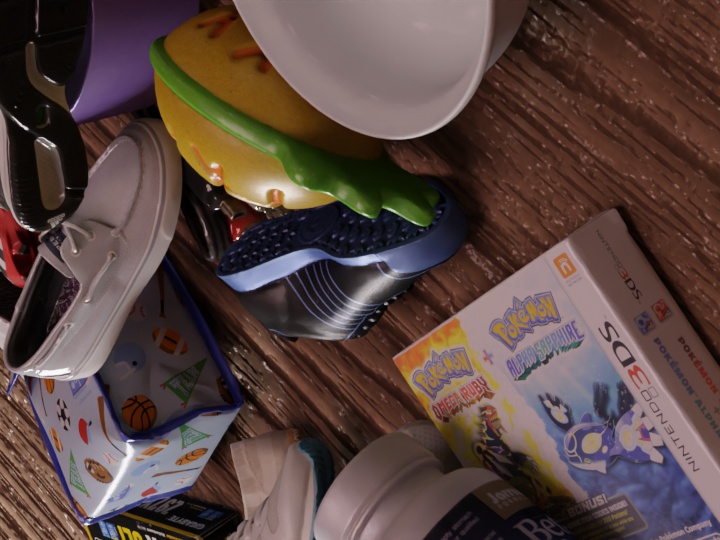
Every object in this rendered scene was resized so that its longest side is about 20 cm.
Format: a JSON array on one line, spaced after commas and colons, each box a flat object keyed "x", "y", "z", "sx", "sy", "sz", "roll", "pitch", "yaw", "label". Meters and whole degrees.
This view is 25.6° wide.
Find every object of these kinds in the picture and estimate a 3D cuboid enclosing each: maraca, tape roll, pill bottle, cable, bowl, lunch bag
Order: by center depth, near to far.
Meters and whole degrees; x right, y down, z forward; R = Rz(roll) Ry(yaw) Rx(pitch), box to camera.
[{"x": 0.019, "y": -0.173, "z": 0.777, "sx": 0.201, "sy": 0.090, "sz": 0.201, "roll": 31, "pitch": 137, "yaw": 34, "label": "bowl"}, {"x": 0.072, "y": 0.180, "z": 0.878, "sx": 0.200, "sy": 0.111, "sz": 0.111, "roll": 37, "pitch": 140, "yaw": 26, "label": "pill bottle"}, {"x": -0.039, "y": -0.082, "z": 0.885, "sx": 0.200, "sy": 0.137, "sz": 0.107, "roll": 41, "pitch": 115, "yaw": 36, "label": "maraca"}, {"x": -0.198, "y": -0.192, "z": 1.015, "sx": 0.200, "sy": 0.085, "sz": 0.200, "roll": 21, "pitch": 121, "yaw": 41, "label": "tape roll"}, {"x": -0.114, "y": -0.085, "z": 1.069, "sx": 0.200, "sy": 0.050, "sz": 0.097, "roll": 51, "pitch": 144, "yaw": 31, "label": "cable"}, {"x": -0.195, "y": 0.066, "z": 1.207, "sx": 0.200, "sy": 0.124, "sz": 0.170, "roll": 63, "pitch": 147, "yaw": 19, "label": "lunch bag"}]

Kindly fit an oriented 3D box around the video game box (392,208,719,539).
[{"x": 0.124, "y": 0.084, "z": 0.877, "sx": 0.182, "sy": 0.047, "sz": 0.200, "roll": 58, "pitch": 146, "yaw": 6, "label": "video game box"}]

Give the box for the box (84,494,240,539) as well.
[{"x": -0.154, "y": 0.270, "z": 1.367, "sx": 0.200, "sy": 0.049, "sz": 0.160, "roll": 5, "pitch": 117, "yaw": 50, "label": "box"}]

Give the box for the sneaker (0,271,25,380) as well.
[{"x": -0.294, "y": 0.048, "z": 1.354, "sx": 0.200, "sy": 0.073, "sz": 0.085, "roll": 45, "pitch": 145, "yaw": 22, "label": "sneaker"}]

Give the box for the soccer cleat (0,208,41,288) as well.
[{"x": -0.297, "y": -0.075, "z": 1.275, "sx": 0.085, "sy": 0.069, "sz": 0.200, "roll": 19, "pitch": 134, "yaw": 38, "label": "soccer cleat"}]

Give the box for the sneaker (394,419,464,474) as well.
[{"x": 0.081, "y": 0.179, "z": 1.001, "sx": 0.200, "sy": 0.077, "sz": 0.082, "roll": 60, "pitch": 173, "yaw": 0, "label": "sneaker"}]

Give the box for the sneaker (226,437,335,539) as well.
[{"x": -0.069, "y": 0.206, "z": 1.101, "sx": 0.081, "sy": 0.077, "sz": 0.200, "roll": 18, "pitch": 108, "yaw": 7, "label": "sneaker"}]

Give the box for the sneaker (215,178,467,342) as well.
[{"x": 0.000, "y": 0.000, "z": 0.962, "sx": 0.200, "sy": 0.070, "sz": 0.078, "roll": -10, "pitch": 130, "yaw": 48, "label": "sneaker"}]

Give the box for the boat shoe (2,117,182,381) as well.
[{"x": -0.184, "y": -0.013, "z": 1.053, "sx": 0.072, "sy": 0.068, "sz": 0.200, "roll": 47, "pitch": 119, "yaw": 29, "label": "boat shoe"}]

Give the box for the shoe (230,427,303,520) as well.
[{"x": -0.069, "y": 0.200, "z": 1.182, "sx": 0.070, "sy": 0.053, "sz": 0.200, "roll": -118, "pitch": 25, "yaw": -54, "label": "shoe"}]

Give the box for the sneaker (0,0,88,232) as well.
[{"x": -0.225, "y": -0.130, "z": 0.948, "sx": 0.115, "sy": 0.076, "sz": 0.201, "roll": 26, "pitch": 126, "yaw": 35, "label": "sneaker"}]
